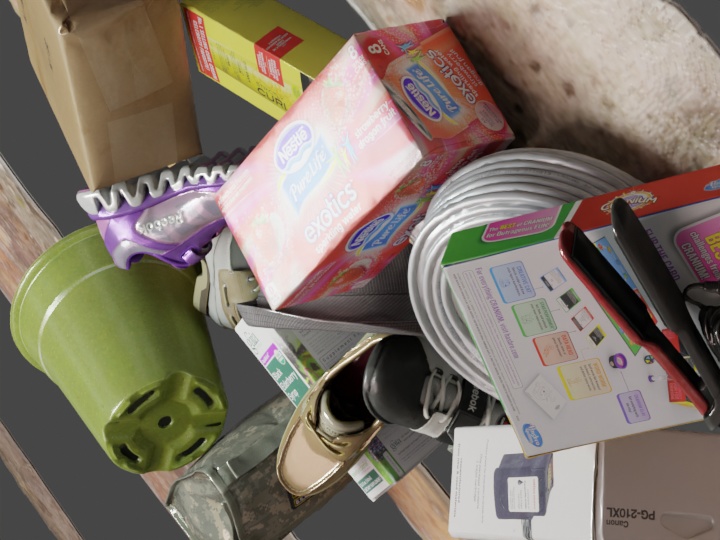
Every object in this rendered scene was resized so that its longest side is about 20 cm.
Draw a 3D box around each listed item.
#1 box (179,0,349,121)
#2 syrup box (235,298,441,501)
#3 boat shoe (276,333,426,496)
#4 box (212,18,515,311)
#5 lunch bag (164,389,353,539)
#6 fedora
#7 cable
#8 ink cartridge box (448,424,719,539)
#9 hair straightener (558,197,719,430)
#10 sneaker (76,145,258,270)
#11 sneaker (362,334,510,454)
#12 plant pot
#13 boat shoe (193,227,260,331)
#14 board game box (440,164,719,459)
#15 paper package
[{"bbox_3d":[-0.053,-0.154,1.514,0.200,0.050,0.076,35,150,37],"label":"box"},{"bbox_3d":[-0.015,0.095,1.750,0.200,0.081,0.079,50,155,4],"label":"syrup box"},{"bbox_3d":[-0.015,0.114,1.657,0.074,0.066,0.201,38,113,9],"label":"boat shoe"},{"bbox_3d":[-0.002,-0.071,1.374,0.200,0.094,0.103,-44,69,43],"label":"box"},{"bbox_3d":[-0.086,0.191,1.908,0.118,0.164,0.200,50,157,10],"label":"lunch bag"},{"bbox_3d":[0.000,0.000,1.544,0.199,0.176,0.091,2,93,34],"label":"fedora"},{"bbox_3d":[0.128,0.010,1.310,0.199,0.069,0.200,37,139,1],"label":"cable"},{"bbox_3d":[0.171,0.153,1.388,0.200,0.144,0.085,-10,75,64],"label":"ink cartridge box"},{"bbox_3d":[0.200,0.036,1.166,0.077,0.041,0.200,-28,111,28],"label":"hair straightener"},{"bbox_3d":[-0.138,-0.049,1.679,0.199,0.080,0.089,-11,100,19],"label":"sneaker"},{"bbox_3d":[0.081,0.102,1.542,0.088,0.075,0.200,10,169,40],"label":"sneaker"},{"bbox_3d":[-0.211,0.087,1.892,0.201,0.199,0.190,78,165,-44],"label":"plant pot"},{"bbox_3d":[-0.105,-0.010,1.797,0.068,0.075,0.200,34,154,13],"label":"boat shoe"},{"bbox_3d":[0.169,0.026,1.218,0.199,0.040,0.154,-14,118,22],"label":"board game box"},{"bbox_3d":[-0.214,-0.200,1.630,0.201,0.103,0.191,85,160,-51],"label":"paper package"}]
